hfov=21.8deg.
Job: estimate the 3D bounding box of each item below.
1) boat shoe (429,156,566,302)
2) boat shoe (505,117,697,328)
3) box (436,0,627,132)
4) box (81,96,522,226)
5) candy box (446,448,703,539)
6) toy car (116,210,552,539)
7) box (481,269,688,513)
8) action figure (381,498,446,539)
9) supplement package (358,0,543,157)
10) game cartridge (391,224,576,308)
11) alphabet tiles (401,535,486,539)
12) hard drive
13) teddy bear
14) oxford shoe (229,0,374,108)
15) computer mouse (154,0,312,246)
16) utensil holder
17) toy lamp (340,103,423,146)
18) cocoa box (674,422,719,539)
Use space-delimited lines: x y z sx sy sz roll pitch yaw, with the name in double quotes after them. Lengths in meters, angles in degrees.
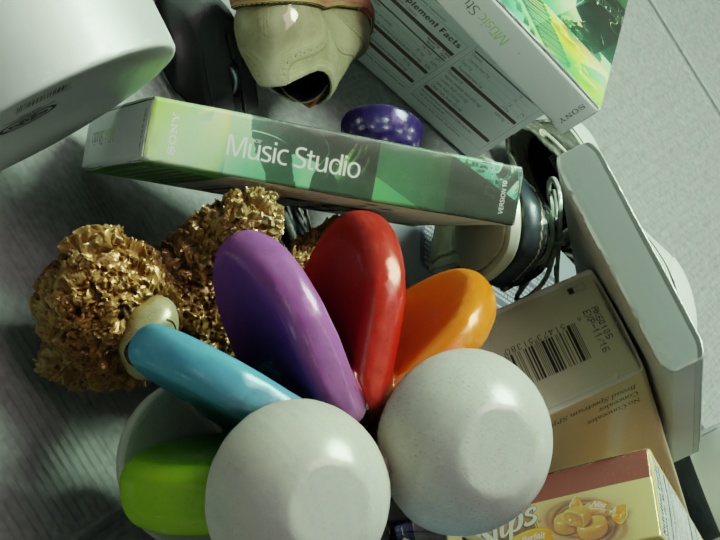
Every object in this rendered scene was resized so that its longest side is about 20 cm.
0.084 -0.019 1.066 0.062 0.200 0.075 10 82 -7 "boat shoe"
0.163 -0.019 1.316 0.064 0.071 0.200 -7 62 -53 "boat shoe"
0.112 -0.200 1.210 0.144 0.036 0.200 43 39 -19 "box"
-0.034 -0.054 0.983 0.199 0.144 0.036 8 88 -21 "box"
0.134 0.176 1.028 0.200 0.115 0.055 53 27 -51 "candy box"
-0.021 0.051 0.852 0.199 0.175 0.151 -15 100 -24 "toy car"
0.124 0.099 1.067 0.200 0.095 0.078 62 4 -50 "box"
-0.016 0.125 0.985 0.200 0.069 0.131 -2 74 -47 "action figure"
0.077 -0.211 1.316 0.156 0.111 0.200 38 40 -25 "supplement package"
0.075 0.003 1.216 0.200 0.041 0.133 33 45 -31 "game cartridge"
0.100 0.197 0.909 0.008 0.200 0.168 -41 125 -24 "alphabet tiles"
0.153 0.024 1.045 0.200 0.026 0.132 65 0 -69 "hard drive"
-0.066 0.021 0.943 0.200 0.145 0.067 12 43 -52 "teddy bear"
-0.037 -0.136 1.147 0.200 0.070 0.075 -5 92 -73 "oxford shoe"
-0.068 -0.086 1.111 0.059 0.034 0.201 -18 79 -55 "computer mouse"
-0.203 -0.154 0.887 0.170 0.170 0.200 -28 90 -55 "utensil holder"
0.000 0.000 1.091 0.058 0.058 0.201 30 53 -34 "toy lamp"
0.259 0.174 1.225 0.200 0.131 0.134 -1 65 -51 "cocoa box"
